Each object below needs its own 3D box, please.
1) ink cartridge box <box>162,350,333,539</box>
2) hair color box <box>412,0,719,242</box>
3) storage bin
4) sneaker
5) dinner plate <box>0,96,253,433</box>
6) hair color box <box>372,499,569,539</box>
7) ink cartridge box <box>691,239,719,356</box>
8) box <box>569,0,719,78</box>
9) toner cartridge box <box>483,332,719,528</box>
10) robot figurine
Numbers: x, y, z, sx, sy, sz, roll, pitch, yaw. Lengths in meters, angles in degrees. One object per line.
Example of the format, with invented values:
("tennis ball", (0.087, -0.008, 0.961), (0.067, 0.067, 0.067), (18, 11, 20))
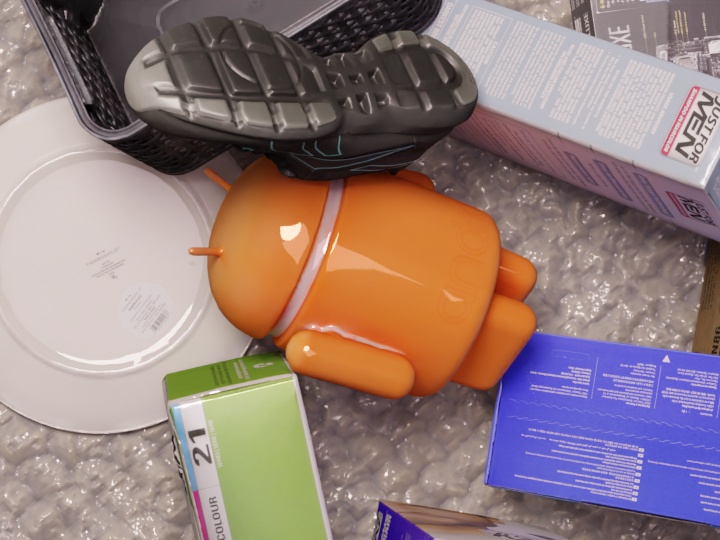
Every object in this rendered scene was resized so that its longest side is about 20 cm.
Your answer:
("ink cartridge box", (-0.052, 0.133, 0.864), (0.075, 0.200, 0.148), (-13, 96, -8))
("hair color box", (0.125, -0.087, 0.907), (0.200, 0.099, 0.061), (25, 84, 29))
("storage bin", (-0.072, -0.159, 0.895), (0.200, 0.094, 0.136), (-30, 74, 9))
("sneaker", (-0.032, -0.075, 0.827), (0.199, 0.079, 0.076), (-1, 55, -35))
("dinner plate", (-0.151, -0.005, 0.953), (0.199, 0.024, 0.201), (0, 89, -8))
("hair color box", (0.069, 0.171, 0.885), (0.109, 0.200, 0.065), (11, 85, -7))
("ink cartridge box", (0.291, 0.034, 0.984), (0.164, 0.075, 0.201), (12, 86, -9))
("box", (0.207, -0.179, 0.994), (0.157, 0.050, 0.201), (-8, 89, -8))
("toner cartridge box", (0.174, 0.093, 0.927), (0.199, 0.043, 0.095), (7, 85, 29))
("robot figurine", (0.000, -0.001, 0.923), (0.199, 0.117, 0.144), (20, 80, -13))
